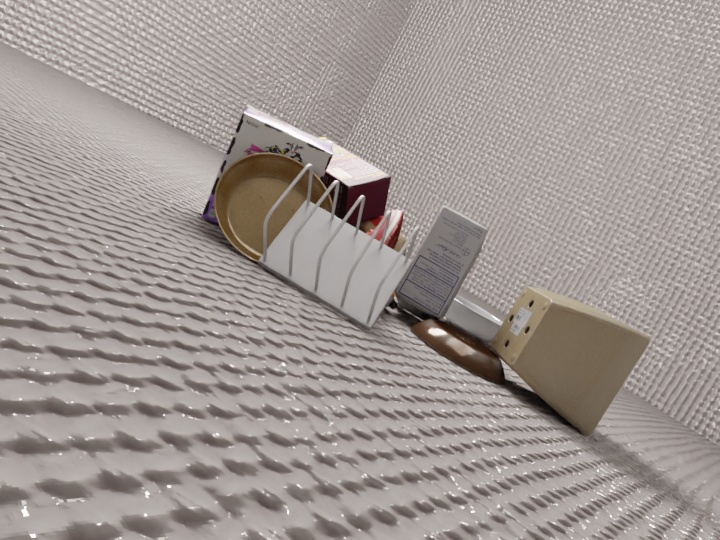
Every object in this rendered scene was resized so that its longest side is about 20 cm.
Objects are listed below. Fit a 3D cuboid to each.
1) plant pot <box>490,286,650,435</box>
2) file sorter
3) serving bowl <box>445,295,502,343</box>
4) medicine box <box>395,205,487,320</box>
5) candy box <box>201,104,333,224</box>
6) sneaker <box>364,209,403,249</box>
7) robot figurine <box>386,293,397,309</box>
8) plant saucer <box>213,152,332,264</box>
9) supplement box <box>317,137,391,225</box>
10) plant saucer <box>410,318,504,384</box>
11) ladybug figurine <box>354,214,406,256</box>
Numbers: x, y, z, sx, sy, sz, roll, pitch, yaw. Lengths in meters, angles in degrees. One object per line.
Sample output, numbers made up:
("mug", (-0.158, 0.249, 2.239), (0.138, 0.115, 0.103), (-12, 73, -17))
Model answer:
("plant pot", (0.356, 0.140, 1.176), (0.176, 0.201, 0.200), (29, 6, -10))
("file sorter", (-0.030, -0.039, 0.953), (0.199, 0.139, 0.125), (30, -30, 8))
("serving bowl", (0.274, 0.124, 1.590), (0.199, 0.066, 0.200), (28, 6, -3))
("medicine box", (0.163, -0.002, 1.314), (0.102, 0.201, 0.182), (30, -6, 11))
("candy box", (-0.162, -0.158, 1.130), (0.166, 0.201, 0.072), (22, 21, -13))
("sneaker", (-0.013, -0.041, 1.074), (0.115, 0.201, 0.079), (26, -31, 11))
("robot figurine", (0.010, 0.025, 1.197), (0.144, 0.059, 0.200), (31, 7, 2))
("plant saucer", (-0.140, -0.093, 1.046), (0.199, 0.202, 0.035), (28, -29, -12))
("supplement box", (-0.052, -0.172, 1.231), (0.110, 0.086, 0.199), (-20, 43, -39))
("plant saucer", (0.186, 0.140, 1.195), (0.199, 0.037, 0.200), (29, 5, -3))
("ladybug figurine", (0.029, -0.068, 1.279), (0.200, 0.072, 0.136), (44, -14, 51))
